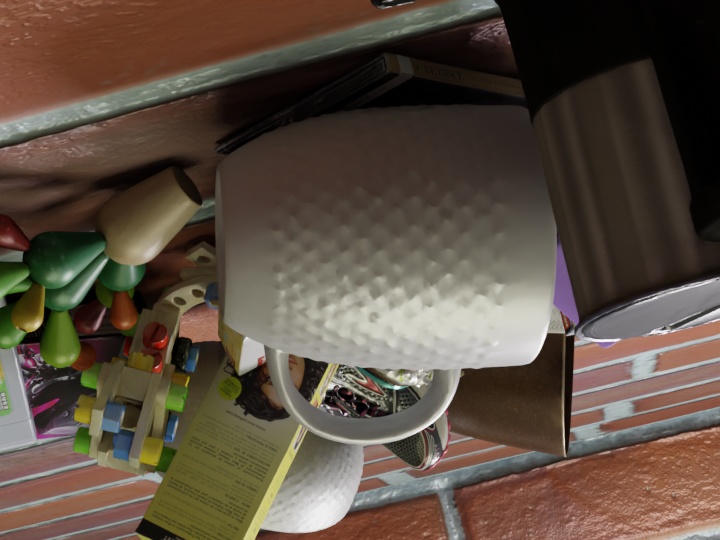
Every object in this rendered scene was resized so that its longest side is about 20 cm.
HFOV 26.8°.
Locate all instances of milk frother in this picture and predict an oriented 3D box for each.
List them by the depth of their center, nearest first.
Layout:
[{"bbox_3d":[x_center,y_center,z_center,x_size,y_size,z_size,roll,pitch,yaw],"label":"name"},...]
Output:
[{"bbox_3d":[0.099,-0.071,0.710,0.198,0.190,0.181,-11,165,-4],"label":"milk frother"}]

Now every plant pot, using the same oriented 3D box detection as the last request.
[{"bbox_3d":[0.075,0.054,1.248,0.198,0.189,0.187,2,168,11],"label":"plant pot"}]

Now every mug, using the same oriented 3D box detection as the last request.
[{"bbox_3d":[0.006,0.006,0.860,0.173,0.202,0.148,-1,-158,-9],"label":"mug"}]

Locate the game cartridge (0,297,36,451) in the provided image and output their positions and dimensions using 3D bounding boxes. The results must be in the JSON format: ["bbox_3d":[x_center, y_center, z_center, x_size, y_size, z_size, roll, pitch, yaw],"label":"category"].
[{"bbox_3d":[-0.303,0.071,1.052,0.132,0.041,0.201,-10,140,-10],"label":"game cartridge"}]

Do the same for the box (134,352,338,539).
[{"bbox_3d":[-0.079,0.112,1.061,0.075,0.202,0.050,23,165,7],"label":"box"}]

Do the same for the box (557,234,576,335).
[{"bbox_3d":[0.219,-0.043,1.026,0.198,0.138,0.040,-10,165,-10],"label":"box"}]

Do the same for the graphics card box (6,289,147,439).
[{"bbox_3d":[-0.267,0.078,1.162,0.198,0.051,0.126,-4,138,-34],"label":"graphics card box"}]

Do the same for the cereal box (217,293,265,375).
[{"bbox_3d":[0.000,0.000,0.996,0.199,0.040,0.144,-28,171,-10],"label":"cereal box"}]

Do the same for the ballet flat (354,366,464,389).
[{"bbox_3d":[0.043,0.038,1.019,0.075,0.064,0.200,28,-173,7],"label":"ballet flat"}]

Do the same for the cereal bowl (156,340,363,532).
[{"bbox_3d":[-0.083,0.117,1.218,0.199,0.200,0.084,3,120,-46],"label":"cereal bowl"}]

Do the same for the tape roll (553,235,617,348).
[{"bbox_3d":[0.185,-0.050,0.897,0.201,0.065,0.200,-50,176,-5],"label":"tape roll"}]

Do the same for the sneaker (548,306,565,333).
[{"bbox_3d":[0.110,-0.015,1.124,0.198,0.116,0.074,3,140,16],"label":"sneaker"}]

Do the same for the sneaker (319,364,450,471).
[{"bbox_3d":[-0.015,0.085,1.166,0.081,0.200,0.075,-38,-169,45],"label":"sneaker"}]

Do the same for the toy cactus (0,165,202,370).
[{"bbox_3d":[-0.174,-0.012,0.952,0.164,0.103,0.200,-36,158,12],"label":"toy cactus"}]

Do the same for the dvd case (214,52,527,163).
[{"bbox_3d":[0.031,-0.088,0.937,0.148,0.016,0.199,-23,163,41],"label":"dvd case"}]

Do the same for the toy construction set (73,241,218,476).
[{"bbox_3d":[-0.144,0.062,1.080,0.091,0.201,0.132,24,145,9],"label":"toy construction set"}]
